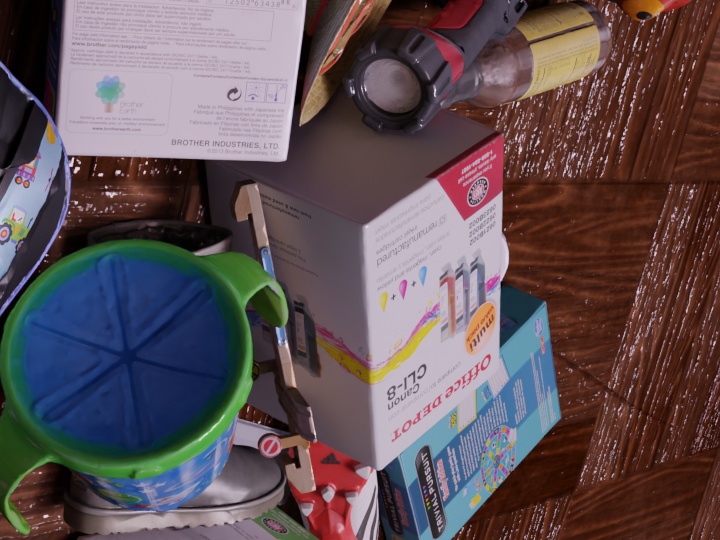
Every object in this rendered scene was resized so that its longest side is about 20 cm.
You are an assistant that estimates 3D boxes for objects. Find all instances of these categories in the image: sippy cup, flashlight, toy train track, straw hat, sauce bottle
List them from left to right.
[{"bbox_3d":[-0.124,0.072,0.885,0.177,0.140,0.130,-6,151,-3],"label":"sippy cup"},{"bbox_3d":[-0.062,0.044,0.981,0.032,0.115,0.201,-12,102,-11],"label":"toy train track"},{"bbox_3d":[-0.024,-0.190,0.958,0.201,0.085,0.201,-60,179,-2],"label":"straw hat"},{"bbox_3d":[0.053,-0.163,1.063,0.200,0.068,0.068,-57,143,-51],"label":"flashlight"},{"bbox_3d":[0.110,-0.159,1.181,0.200,0.065,0.065,-20,126,-43],"label":"sauce bottle"}]

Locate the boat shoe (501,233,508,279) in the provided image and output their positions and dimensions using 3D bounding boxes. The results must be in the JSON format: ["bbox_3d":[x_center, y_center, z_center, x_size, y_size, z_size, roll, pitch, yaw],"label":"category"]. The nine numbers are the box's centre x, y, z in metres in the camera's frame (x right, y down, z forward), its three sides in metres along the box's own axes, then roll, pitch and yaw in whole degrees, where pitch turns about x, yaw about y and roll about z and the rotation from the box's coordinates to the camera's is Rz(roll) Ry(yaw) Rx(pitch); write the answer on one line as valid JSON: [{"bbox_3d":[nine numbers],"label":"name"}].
[{"bbox_3d":[0.044,0.043,1.214,0.200,0.072,0.068,-57,-176,10],"label":"boat shoe"}]

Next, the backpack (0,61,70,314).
[{"bbox_3d":[-0.244,-0.024,0.737,0.200,0.134,0.183,-55,142,-12],"label":"backpack"}]

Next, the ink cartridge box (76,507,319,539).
[{"bbox_3d":[-0.092,0.241,1.085,0.200,0.146,0.085,0,116,-51],"label":"ink cartridge box"}]

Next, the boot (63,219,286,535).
[{"bbox_3d":[-0.111,0.066,1.021,0.181,0.072,0.201,-3,106,-44],"label":"boot"}]

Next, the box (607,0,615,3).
[{"bbox_3d":[0.224,-0.330,1.190,0.200,0.104,0.183,-38,136,-33],"label":"box"}]

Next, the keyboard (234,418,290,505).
[{"bbox_3d":[-0.100,0.132,1.132,0.200,0.011,0.056,25,95,-55],"label":"keyboard"}]

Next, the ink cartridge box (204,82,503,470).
[{"bbox_3d":[0.000,0.000,1.062,0.145,0.144,0.201,-35,136,-37],"label":"ink cartridge box"}]

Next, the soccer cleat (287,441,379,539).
[{"bbox_3d":[-0.018,0.169,1.207,0.085,0.068,0.201,-91,176,-62],"label":"soccer cleat"}]

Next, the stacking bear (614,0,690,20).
[{"bbox_3d":[0.152,-0.237,1.070,0.199,0.121,0.114,22,67,-21],"label":"stacking bear"}]

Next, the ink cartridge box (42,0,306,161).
[{"bbox_3d":[-0.098,-0.165,0.851,0.136,0.076,0.201,0,115,-19],"label":"ink cartridge box"}]

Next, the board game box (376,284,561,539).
[{"bbox_3d":[0.090,0.132,1.342,0.200,0.047,0.151,-42,139,-28],"label":"board game box"}]
